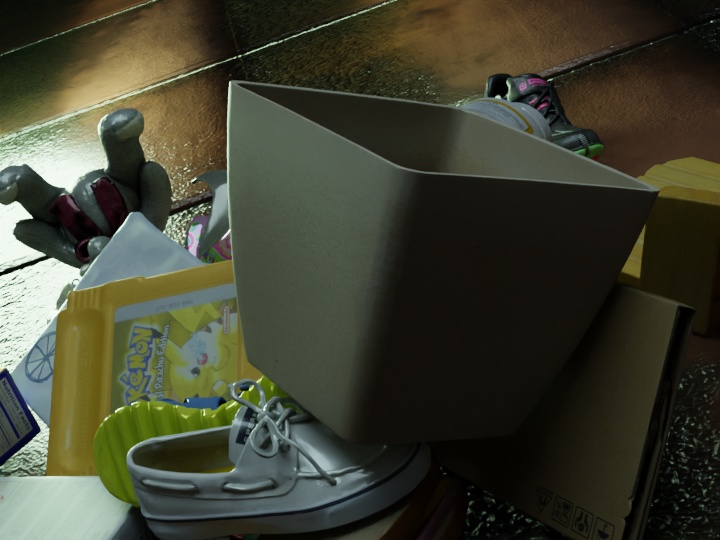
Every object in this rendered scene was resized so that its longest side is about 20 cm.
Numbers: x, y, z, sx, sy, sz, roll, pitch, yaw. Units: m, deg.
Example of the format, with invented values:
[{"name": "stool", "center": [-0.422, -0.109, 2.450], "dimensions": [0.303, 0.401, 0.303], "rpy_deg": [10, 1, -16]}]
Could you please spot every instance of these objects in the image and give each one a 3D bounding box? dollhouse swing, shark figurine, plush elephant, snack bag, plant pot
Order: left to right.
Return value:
[{"name": "plush elephant", "center": [-0.247, -0.023, 1.328], "dimensions": [0.164, 0.200, 0.155], "rpy_deg": [-22, 50, -3]}, {"name": "snack bag", "center": [-0.208, 0.054, 1.165], "dimensions": [0.200, 0.021, 0.188], "rpy_deg": [-55, 41, -4]}, {"name": "shark figurine", "center": [-0.026, -0.041, 1.056], "dimensions": [0.128, 0.090, 0.214], "rpy_deg": [-21, -15, 27]}, {"name": "plant pot", "center": [0.031, -0.001, 0.853], "dimensions": [0.199, 0.178, 0.200], "rpy_deg": [1, 20, -36]}, {"name": "dollhouse swing", "center": [0.268, -0.077, 1.070], "dimensions": [0.200, 0.182, 0.176], "rpy_deg": [-34, 50, -26]}]

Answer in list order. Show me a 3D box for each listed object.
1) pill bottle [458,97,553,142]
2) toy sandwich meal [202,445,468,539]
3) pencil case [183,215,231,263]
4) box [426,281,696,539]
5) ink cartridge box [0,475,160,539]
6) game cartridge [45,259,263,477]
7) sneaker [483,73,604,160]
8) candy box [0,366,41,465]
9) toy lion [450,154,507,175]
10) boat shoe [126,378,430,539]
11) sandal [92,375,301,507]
[{"name": "pill bottle", "center": [0.098, -0.091, 1.197], "dimensions": [0.104, 0.105, 0.200], "rpy_deg": [-1, 17, 32]}, {"name": "toy sandwich meal", "center": [-0.034, 0.171, 0.894], "dimensions": [0.204, 0.071, 0.205], "rpy_deg": [-15, 27, 8]}, {"name": "pencil case", "center": [-0.074, -0.011, 1.259], "dimensions": [0.199, 0.088, 0.087], "rpy_deg": [-2, 31, 33]}, {"name": "box", "center": [0.121, 0.076, 0.888], "dimensions": [0.021, 0.164, 0.200], "rpy_deg": [6, 9, -36]}, {"name": "ink cartridge box", "center": [-0.254, 0.217, 0.988], "dimensions": [0.199, 0.047, 0.160], "rpy_deg": [-7, 29, 28]}, {"name": "game cartridge", "center": [-0.154, 0.085, 1.067], "dimensions": [0.199, 0.032, 0.177], "rpy_deg": [-11, 66, 20]}, {"name": "sneaker", "center": [0.167, -0.147, 1.339], "dimensions": [0.076, 0.084, 0.200], "rpy_deg": [-13, 24, -21]}, {"name": "candy box", "center": [-0.404, 0.158, 1.159], "dimensions": [0.168, 0.077, 0.200], "rpy_deg": [2, 33, 38]}, {"name": "toy lion", "center": [0.095, -0.009, 1.021], "dimensions": [0.069, 0.201, 0.191], "rpy_deg": [-35, 48, -30]}, {"name": "boat shoe", "center": [-0.059, 0.111, 0.858], "dimensions": [0.201, 0.086, 0.075], "rpy_deg": [-11, 27, 24]}, {"name": "sandal", "center": [-0.095, 0.118, 0.962], "dimensions": [0.199, 0.080, 0.087], "rpy_deg": [-12, -4, 19]}]
